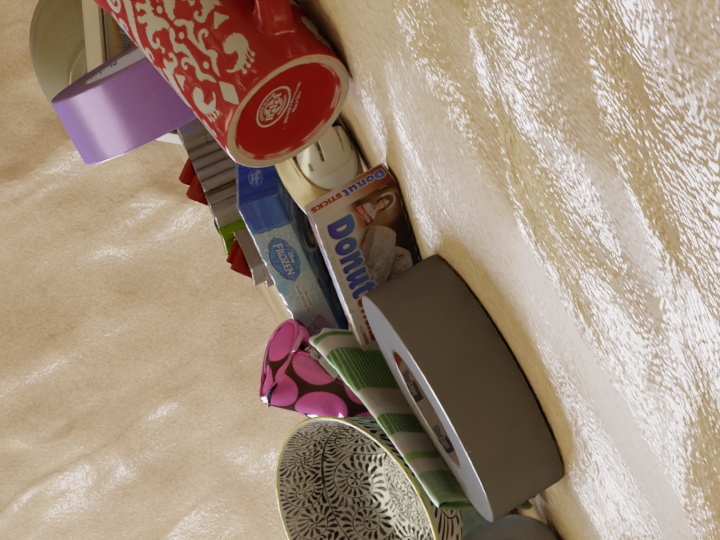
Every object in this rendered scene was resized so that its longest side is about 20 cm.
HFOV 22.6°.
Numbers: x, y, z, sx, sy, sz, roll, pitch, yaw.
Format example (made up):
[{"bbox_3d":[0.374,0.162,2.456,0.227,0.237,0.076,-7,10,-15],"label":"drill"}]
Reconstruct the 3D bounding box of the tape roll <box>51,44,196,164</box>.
[{"bbox_3d":[-0.174,-0.171,1.605,0.066,0.199,0.200,62,173,-14],"label":"tape roll"}]

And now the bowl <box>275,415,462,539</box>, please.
[{"bbox_3d":[0.026,0.204,1.568,0.200,0.094,0.203,24,125,39],"label":"bowl"}]

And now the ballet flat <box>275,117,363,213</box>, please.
[{"bbox_3d":[-0.047,-0.120,1.461,0.201,0.068,0.063,59,160,0],"label":"ballet flat"}]

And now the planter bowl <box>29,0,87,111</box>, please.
[{"bbox_3d":[-0.242,-0.214,1.863,0.135,0.199,0.201,-110,-5,-62],"label":"planter bowl"}]

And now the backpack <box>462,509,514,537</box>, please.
[{"bbox_3d":[0.060,0.255,1.768,0.151,0.177,0.200,56,171,-10],"label":"backpack"}]

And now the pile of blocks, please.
[{"bbox_3d":[-0.135,-0.070,1.740,0.082,0.062,0.202,125,122,-80],"label":"pile of blocks"}]

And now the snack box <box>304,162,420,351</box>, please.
[{"bbox_3d":[0.010,-0.007,1.452,0.024,0.071,0.201,58,173,33],"label":"snack box"}]

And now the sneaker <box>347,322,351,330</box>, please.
[{"bbox_3d":[0.018,0.060,1.756,0.100,0.070,0.200,48,176,-28],"label":"sneaker"}]

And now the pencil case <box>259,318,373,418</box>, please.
[{"bbox_3d":[0.006,0.116,1.631,0.094,0.199,0.091,-46,27,49],"label":"pencil case"}]

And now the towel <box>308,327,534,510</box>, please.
[{"bbox_3d":[0.054,0.126,1.538,0.152,0.023,0.200,9,-143,-51],"label":"towel"}]

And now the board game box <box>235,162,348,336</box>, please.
[{"bbox_3d":[-0.063,-0.053,1.684,0.201,0.043,0.200,-95,-14,-49],"label":"board game box"}]

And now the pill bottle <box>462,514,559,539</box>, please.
[{"bbox_3d":[0.154,0.317,1.608,0.104,0.104,0.201,53,169,50],"label":"pill bottle"}]

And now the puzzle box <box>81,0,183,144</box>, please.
[{"bbox_3d":[-0.211,-0.228,1.753,0.132,0.025,0.202,5,-106,-47],"label":"puzzle box"}]

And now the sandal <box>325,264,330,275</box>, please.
[{"bbox_3d":[0.000,0.000,1.635,0.201,0.054,0.082,59,174,38],"label":"sandal"}]

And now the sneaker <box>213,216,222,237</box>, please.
[{"bbox_3d":[-0.115,-0.080,1.833,0.076,0.114,0.202,-63,-38,-41],"label":"sneaker"}]

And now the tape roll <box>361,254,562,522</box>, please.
[{"bbox_3d":[0.077,0.091,1.388,0.201,0.066,0.200,59,173,12],"label":"tape roll"}]

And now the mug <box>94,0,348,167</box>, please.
[{"bbox_3d":[-0.109,-0.193,1.338,0.201,0.133,0.178,53,173,28],"label":"mug"}]
